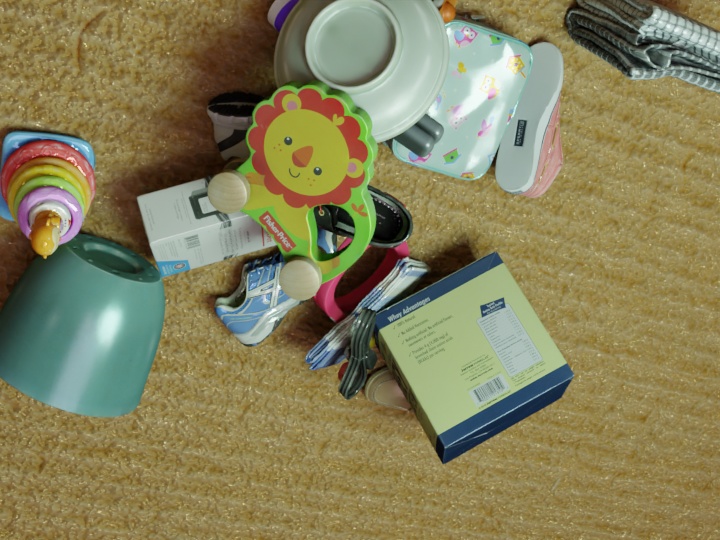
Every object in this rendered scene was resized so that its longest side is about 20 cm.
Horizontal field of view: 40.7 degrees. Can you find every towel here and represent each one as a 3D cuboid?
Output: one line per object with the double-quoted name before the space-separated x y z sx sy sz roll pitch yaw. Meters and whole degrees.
"towel" 0.368 -0.285 1.212 0.165 0.200 0.086 13 114 -22
"towel" 0.013 0.058 1.331 0.200 0.147 0.024 -46 77 10

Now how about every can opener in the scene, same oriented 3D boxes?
"can opener" 0.008 -0.204 1.183 0.199 0.053 0.067 32 146 6

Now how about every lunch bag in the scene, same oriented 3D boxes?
"lunch bag" 0.116 -0.226 1.232 0.159 0.077 0.201 13 112 -22

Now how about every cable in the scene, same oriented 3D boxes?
"cable" -0.012 0.106 1.267 0.097 0.050 0.200 -57 164 -15

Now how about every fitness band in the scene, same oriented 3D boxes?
"fitness band" 0.000 0.000 1.272 0.144 0.037 0.200 -44 161 -5

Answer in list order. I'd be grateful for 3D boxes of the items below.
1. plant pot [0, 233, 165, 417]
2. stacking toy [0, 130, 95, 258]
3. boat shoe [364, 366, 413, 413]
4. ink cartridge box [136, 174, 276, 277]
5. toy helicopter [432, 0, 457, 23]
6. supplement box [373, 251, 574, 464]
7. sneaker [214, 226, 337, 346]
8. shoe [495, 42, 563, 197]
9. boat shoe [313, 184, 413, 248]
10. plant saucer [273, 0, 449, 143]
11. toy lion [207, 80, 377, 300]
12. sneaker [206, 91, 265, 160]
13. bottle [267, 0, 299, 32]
"plant pot" -0.328 0.053 1.169 0.200 0.201 0.162 21 103 -26
"stacking toy" -0.350 -0.071 1.087 0.109 0.200 0.117 6 114 -20
"boat shoe" 0.105 0.183 1.451 0.199 0.065 0.072 2 117 -20
"ink cartridge box" -0.164 -0.067 1.198 0.199 0.068 0.116 -16 162 -10
"toy helicopter" 0.077 -0.339 1.140 0.200 0.132 0.079 -47 152 -10
"supplement box" 0.148 0.120 1.326 0.199 0.200 0.134 -27 160 -7
"sneaker" -0.109 0.011 1.283 0.200 0.076 0.077 -47 119 4
"shoe" 0.235 -0.197 1.297 0.091 0.071 0.201 7 96 -60
"boat shoe" -0.032 -0.083 1.127 0.200 0.063 0.074 22 90 -8
"plant saucer" -0.004 -0.239 1.055 0.200 0.201 0.050 -38 165 4
"toy lion" -0.055 -0.096 1.057 0.191 0.069 0.200 -35 100 22
"sneaker" -0.087 -0.162 1.177 0.199 0.074 0.080 12 129 14
"bottle" -0.026 -0.241 1.120 0.084 0.200 0.065 -46 165 6
